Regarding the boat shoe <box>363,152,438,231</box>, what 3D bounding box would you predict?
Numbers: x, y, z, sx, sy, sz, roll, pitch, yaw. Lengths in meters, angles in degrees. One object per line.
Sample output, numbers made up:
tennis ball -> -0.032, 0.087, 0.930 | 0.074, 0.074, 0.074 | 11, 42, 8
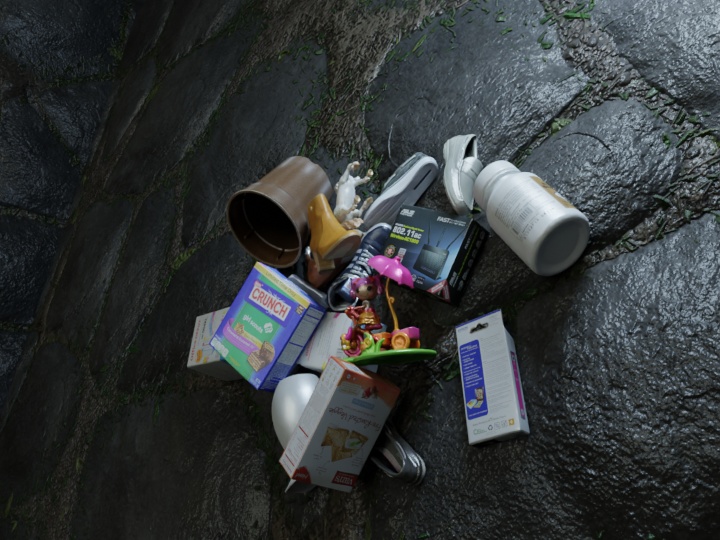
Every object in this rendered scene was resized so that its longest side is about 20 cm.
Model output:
boat shoe -> 0.080, -0.162, 1.315 | 0.199, 0.072, 0.071 | -43, 35, 5

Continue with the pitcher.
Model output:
pitcher -> -0.084, 0.300, 1.193 | 0.169, 0.121, 0.204 | -22, 63, 20

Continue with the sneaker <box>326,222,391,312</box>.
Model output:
sneaker -> 0.000, 0.000, 1.261 | 0.201, 0.070, 0.109 | -54, 2, 17

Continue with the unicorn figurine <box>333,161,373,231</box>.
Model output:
unicorn figurine -> -0.022, -0.166, 1.341 | 0.137, 0.073, 0.203 | -34, 30, 53

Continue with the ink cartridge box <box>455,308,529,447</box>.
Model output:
ink cartridge box -> 0.208, 0.172, 1.010 | 0.094, 0.037, 0.204 | -26, 54, 35

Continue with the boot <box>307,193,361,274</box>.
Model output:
boot -> -0.065, -0.090, 1.264 | 0.201, 0.069, 0.147 | 138, 122, -61

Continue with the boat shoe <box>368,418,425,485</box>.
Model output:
boat shoe -> 0.036, 0.301, 1.099 | 0.199, 0.057, 0.068 | 32, 92, 50

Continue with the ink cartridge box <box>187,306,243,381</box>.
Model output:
ink cartridge box -> -0.308, 0.176, 1.476 | 0.197, 0.124, 0.132 | -16, 57, 39

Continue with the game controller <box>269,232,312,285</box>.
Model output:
game controller -> -0.163, -0.007, 1.464 | 0.102, 0.042, 0.203 | -21, 45, 11

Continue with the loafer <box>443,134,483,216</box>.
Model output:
loafer -> 0.197, -0.187, 1.186 | 0.069, 0.070, 0.204 | -21, 46, 28

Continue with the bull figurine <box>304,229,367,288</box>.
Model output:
bull figurine -> -0.045, -0.046, 1.374 | 0.199, 0.065, 0.123 | -38, 38, 17

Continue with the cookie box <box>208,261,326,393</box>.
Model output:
cookie box -> -0.192, 0.115, 1.284 | 0.170, 0.075, 0.203 | 33, 92, 30

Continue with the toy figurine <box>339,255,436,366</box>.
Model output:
toy figurine -> 0.031, 0.069, 1.122 | 0.196, 0.150, 0.189 | -11, 74, 24

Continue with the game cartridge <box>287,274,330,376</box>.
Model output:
game cartridge -> -0.156, 0.120, 1.366 | 0.131, 0.041, 0.203 | 31, 92, 10

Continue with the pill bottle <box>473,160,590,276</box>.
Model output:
pill bottle -> 0.272, -0.094, 1.030 | 0.115, 0.113, 0.201 | -48, 42, 14

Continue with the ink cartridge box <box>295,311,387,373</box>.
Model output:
ink cartridge box -> -0.048, 0.150, 1.264 | 0.197, 0.067, 0.118 | 1, 70, 45

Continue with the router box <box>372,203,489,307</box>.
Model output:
router box -> 0.128, -0.034, 1.186 | 0.198, 0.062, 0.153 | 18, 81, 49

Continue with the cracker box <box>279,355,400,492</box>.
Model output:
cracker box -> -0.033, 0.263, 1.061 | 0.057, 0.132, 0.203 | 30, 94, 55

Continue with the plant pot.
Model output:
plant pot -> -0.170, -0.147, 1.439 | 0.197, 0.202, 0.199 | -13, 29, 41
